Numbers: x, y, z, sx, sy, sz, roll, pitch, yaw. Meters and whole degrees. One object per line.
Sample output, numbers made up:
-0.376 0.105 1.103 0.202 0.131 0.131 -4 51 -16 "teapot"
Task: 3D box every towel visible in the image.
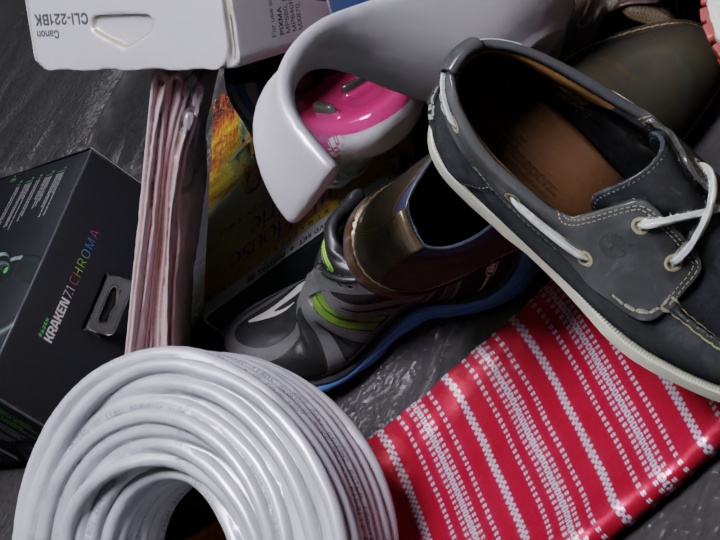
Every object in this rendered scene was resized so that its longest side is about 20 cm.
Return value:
-0.100 -0.024 0.908 0.200 0.032 0.193 -99 16 -77 "towel"
0.080 0.067 0.729 0.200 0.022 0.145 -43 34 17 "towel"

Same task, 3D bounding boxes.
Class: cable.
-0.072 0.135 0.750 0.199 0.069 0.202 5 91 34 "cable"

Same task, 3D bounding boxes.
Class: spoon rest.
0.024 -0.092 0.716 0.200 0.061 0.099 -35 -9 -42 "spoon rest"

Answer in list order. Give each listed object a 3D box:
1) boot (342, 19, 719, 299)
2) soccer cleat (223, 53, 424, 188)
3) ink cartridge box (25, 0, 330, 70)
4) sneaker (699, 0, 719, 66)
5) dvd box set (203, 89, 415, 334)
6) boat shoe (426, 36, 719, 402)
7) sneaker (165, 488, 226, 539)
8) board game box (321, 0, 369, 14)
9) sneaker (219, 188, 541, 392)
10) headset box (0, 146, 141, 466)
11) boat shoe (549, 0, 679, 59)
0.087 -0.051 0.723 0.199 0.075 0.097 -34 0 -8 "boot"
-0.009 -0.077 0.867 0.070 0.087 0.200 -33 25 -11 "soccer cleat"
-0.052 -0.160 0.844 0.143 0.084 0.199 5 21 39 "ink cartridge box"
0.204 -0.068 0.655 0.082 0.078 0.200 -42 41 6 "sneaker"
-0.032 -0.070 0.998 0.146 0.029 0.201 -34 37 28 "dvd box set"
0.108 -0.015 0.626 0.072 0.199 0.068 -49 -12 -17 "boat shoe"
-0.103 0.119 0.876 0.200 0.076 0.092 -44 29 14 "sneaker"
0.038 -0.175 0.801 0.039 0.199 0.160 14 99 42 "board game box"
0.000 0.000 0.838 0.199 0.083 0.071 -28 39 36 "sneaker"
-0.217 0.029 1.090 0.199 0.093 0.175 -12 50 47 "headset box"
0.126 -0.121 0.816 0.072 0.072 0.201 23 71 34 "boat shoe"
